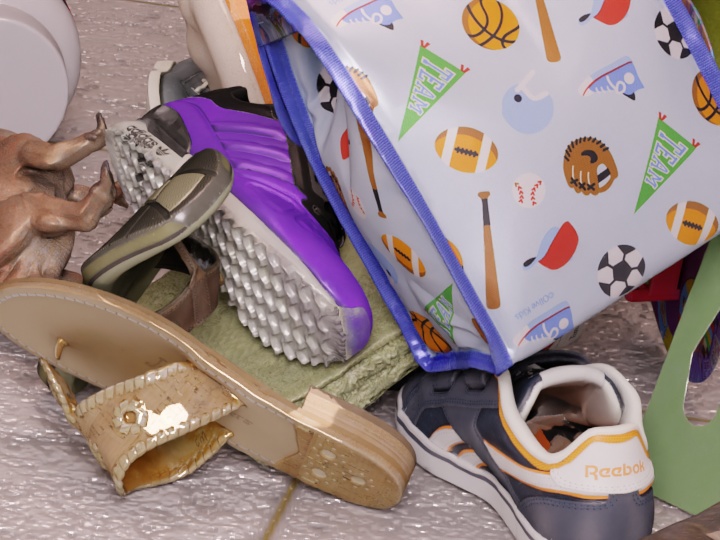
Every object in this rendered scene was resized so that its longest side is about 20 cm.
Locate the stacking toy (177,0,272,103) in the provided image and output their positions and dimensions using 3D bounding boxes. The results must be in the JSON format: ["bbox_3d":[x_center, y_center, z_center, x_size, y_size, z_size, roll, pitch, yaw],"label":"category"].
[{"bbox_3d":[0.007,-0.137,1.650,0.200,0.146,0.146,-21,25,-5],"label":"stacking toy"}]

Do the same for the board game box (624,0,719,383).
[{"bbox_3d":[0.144,-0.042,1.500,0.039,0.200,0.158,-4,5,-8],"label":"board game box"}]

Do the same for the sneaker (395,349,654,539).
[{"bbox_3d":[0.079,0.069,1.360,0.078,0.079,0.200,-6,22,-25],"label":"sneaker"}]

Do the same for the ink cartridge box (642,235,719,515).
[{"bbox_3d":[0.203,0.061,1.310,0.200,0.146,0.048,24,6,39],"label":"ink cartridge box"}]

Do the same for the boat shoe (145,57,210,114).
[{"bbox_3d":[-0.093,-0.084,1.730,0.062,0.073,0.200,1,16,-2],"label":"boat shoe"}]

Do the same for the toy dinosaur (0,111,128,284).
[{"bbox_3d":[-0.185,-0.020,1.520,0.135,0.086,0.200,-15,39,1],"label":"toy dinosaur"}]

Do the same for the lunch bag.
[{"bbox_3d":[0.062,-0.078,1.338,0.170,0.200,0.124,-33,10,-19],"label":"lunch bag"}]

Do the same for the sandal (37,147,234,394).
[{"bbox_3d":[-0.094,0.007,1.370,0.057,0.201,0.080,40,58,3],"label":"sandal"}]

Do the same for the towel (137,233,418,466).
[{"bbox_3d":[-0.008,0.007,1.441,0.200,0.036,0.148,-38,43,-14],"label":"towel"}]

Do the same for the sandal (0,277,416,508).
[{"bbox_3d":[-0.084,0.072,1.325,0.212,0.078,0.070,22,59,6],"label":"sandal"}]

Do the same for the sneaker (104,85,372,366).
[{"bbox_3d":[-0.036,-0.035,1.421,0.099,0.070,0.200,-27,44,-21],"label":"sneaker"}]

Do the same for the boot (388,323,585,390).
[{"bbox_3d":[0.000,0.000,1.539,0.144,0.072,0.200,-15,30,-36],"label":"boot"}]

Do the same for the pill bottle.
[{"bbox_3d":[-0.229,-0.136,1.765,0.120,0.120,0.200,0,22,-13],"label":"pill bottle"}]

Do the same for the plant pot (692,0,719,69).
[{"bbox_3d":[0.112,-0.104,1.725,0.200,0.187,0.187,-2,17,21],"label":"plant pot"}]

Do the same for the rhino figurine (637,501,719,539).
[{"bbox_3d":[0.147,0.133,1.208,0.200,0.060,0.087,-25,45,-19],"label":"rhino figurine"}]
